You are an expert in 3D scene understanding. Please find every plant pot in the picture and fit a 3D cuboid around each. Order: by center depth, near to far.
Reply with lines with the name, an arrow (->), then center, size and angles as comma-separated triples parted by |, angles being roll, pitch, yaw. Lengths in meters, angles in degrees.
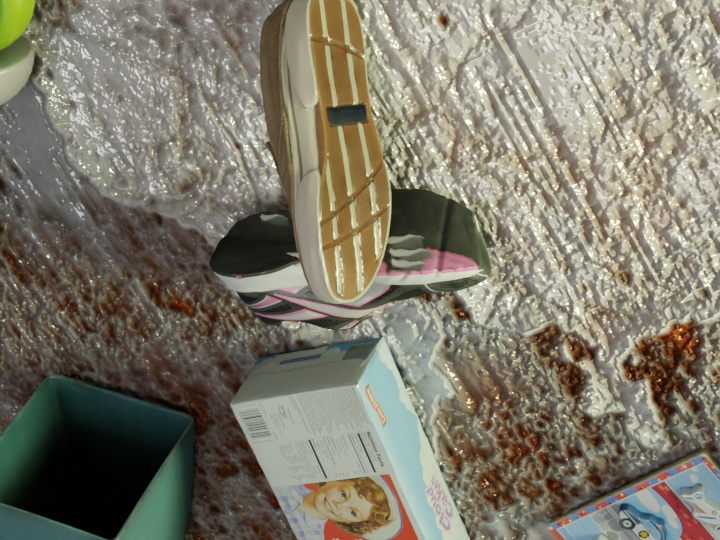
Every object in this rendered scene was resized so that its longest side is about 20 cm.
plant pot -> -0.227, 0.223, 1.083 | 0.141, 0.141, 0.201 | 14, 131, 15

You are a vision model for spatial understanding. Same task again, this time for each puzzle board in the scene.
puzzle board -> 0.258, 0.237, 0.953 | 0.151, 0.017, 0.200 | -35, 101, 35

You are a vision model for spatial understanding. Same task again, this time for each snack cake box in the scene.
snack cake box -> -0.004, 0.158, 0.986 | 0.115, 0.067, 0.201 | -11, 115, 26

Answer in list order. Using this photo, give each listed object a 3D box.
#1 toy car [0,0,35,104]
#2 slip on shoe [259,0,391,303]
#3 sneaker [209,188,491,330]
toy car -> -0.325, -0.190, 0.858 | 0.199, 0.150, 0.176 | 12, 123, 16
slip on shoe -> -0.030, -0.078, 0.820 | 0.060, 0.076, 0.201 | -5, 93, 43
sneaker -> 0.000, 0.000, 0.896 | 0.199, 0.081, 0.087 | 0, 140, 24
